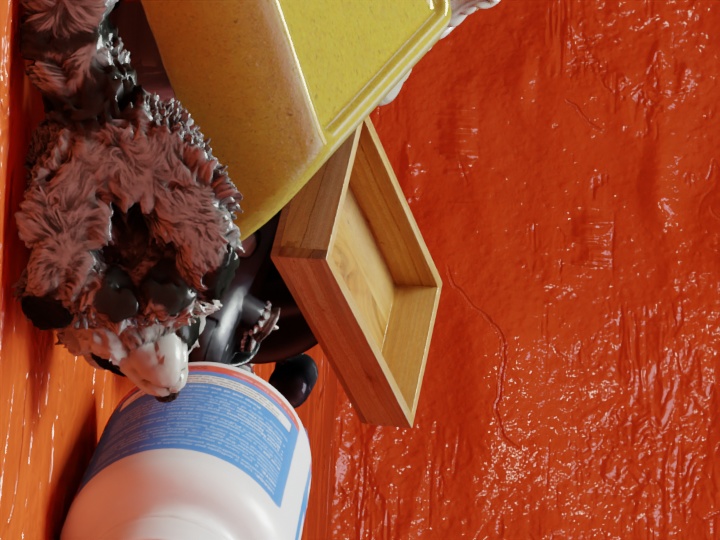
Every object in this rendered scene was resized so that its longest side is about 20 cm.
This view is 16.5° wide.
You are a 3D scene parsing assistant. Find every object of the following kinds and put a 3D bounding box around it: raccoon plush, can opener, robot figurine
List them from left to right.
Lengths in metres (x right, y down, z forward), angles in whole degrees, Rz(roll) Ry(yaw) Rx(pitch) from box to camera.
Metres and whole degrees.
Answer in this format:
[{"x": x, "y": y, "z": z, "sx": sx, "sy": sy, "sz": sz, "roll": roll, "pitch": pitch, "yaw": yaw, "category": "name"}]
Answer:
[{"x": -0.100, "y": -0.043, "z": 1.090, "sx": 0.134, "sy": 0.096, "sz": 0.201, "roll": 135, "pitch": -44, "yaw": -83, "category": "raccoon plush"}, {"x": -0.059, "y": -0.027, "z": 1.379, "sx": 0.200, "sy": 0.078, "sz": 0.063, "roll": -63, "pitch": -178, "yaw": -26, "category": "can opener"}, {"x": -0.057, "y": -0.009, "z": 1.519, "sx": 0.151, "sy": 0.124, "sz": 0.200, "roll": -62, "pitch": 179, "yaw": 4, "category": "robot figurine"}]

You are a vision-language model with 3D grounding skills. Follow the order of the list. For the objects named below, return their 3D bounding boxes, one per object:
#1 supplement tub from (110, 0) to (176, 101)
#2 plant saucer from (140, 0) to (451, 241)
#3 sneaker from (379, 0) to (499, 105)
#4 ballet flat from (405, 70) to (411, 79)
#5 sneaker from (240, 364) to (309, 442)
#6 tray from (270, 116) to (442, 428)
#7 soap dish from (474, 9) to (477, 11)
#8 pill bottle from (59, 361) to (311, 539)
[{"x": -0.072, "y": -0.173, "z": 1.208, "sx": 0.123, "sy": 0.122, "sz": 0.201, "roll": 69, "pitch": 22, "yaw": -83, "category": "supplement tub"}, {"x": -0.025, "y": -0.146, "z": 1.121, "sx": 0.200, "sy": 0.048, "sz": 0.201, "roll": -49, "pitch": 129, "yaw": -47, "category": "plant saucer"}, {"x": 0.038, "y": -0.150, "z": 1.274, "sx": 0.200, "sy": 0.081, "sz": 0.075, "roll": 110, "pitch": 2, "yaw": -51, "category": "sneaker"}, {"x": 0.006, "y": -0.199, "z": 1.644, "sx": 0.070, "sy": 0.069, "sz": 0.201, "roll": 88, "pitch": -1, "yaw": -52, "category": "ballet flat"}, {"x": -0.075, "y": 0.100, "z": 1.570, "sx": 0.200, "sy": 0.090, "sz": 0.075, "roll": -85, "pitch": 175, "yaw": -53, "category": "sneaker"}, {"x": 0.000, "y": 0.000, "z": 1.412, "sx": 0.200, "sy": 0.037, "sz": 0.099, "roll": 63, "pitch": 35, "yaw": -56, "category": "tray"}, {"x": 0.076, "y": -0.262, "z": 1.305, "sx": 0.200, "sy": 0.081, "sz": 0.158, "roll": 96, "pitch": 13, "yaw": -48, "category": "soap dish"}, {"x": -0.084, "y": 0.125, "z": 1.187, "sx": 0.200, "sy": 0.112, "sz": 0.113, "roll": -79, "pitch": 169, "yaw": -74, "category": "pill bottle"}]
